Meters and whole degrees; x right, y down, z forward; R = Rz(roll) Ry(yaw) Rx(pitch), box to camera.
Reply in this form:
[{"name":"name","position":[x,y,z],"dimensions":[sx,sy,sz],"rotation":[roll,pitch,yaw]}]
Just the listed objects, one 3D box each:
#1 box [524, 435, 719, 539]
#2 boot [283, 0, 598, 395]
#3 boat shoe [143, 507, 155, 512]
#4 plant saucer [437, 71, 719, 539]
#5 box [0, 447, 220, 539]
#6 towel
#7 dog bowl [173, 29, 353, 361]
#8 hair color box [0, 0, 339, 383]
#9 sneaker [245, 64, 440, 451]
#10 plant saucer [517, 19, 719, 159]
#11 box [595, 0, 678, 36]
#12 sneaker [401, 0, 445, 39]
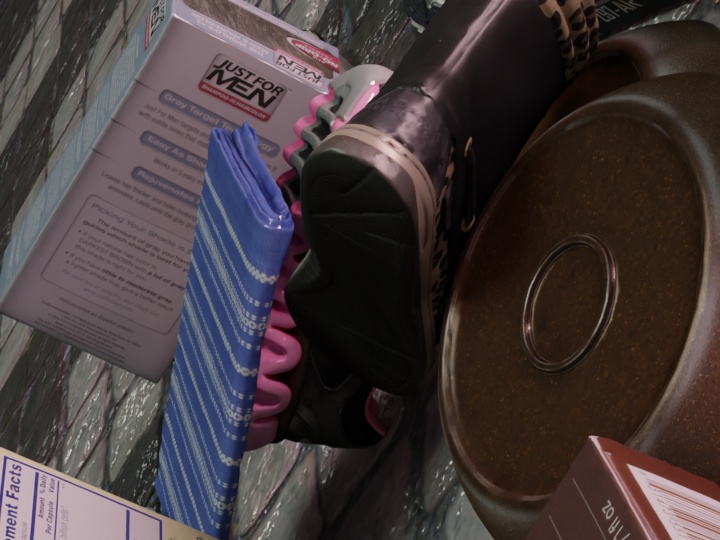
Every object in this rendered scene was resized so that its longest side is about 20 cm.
[{"name":"box","position":[0.063,0.165,0.693],"dimensions":[0.201,0.075,0.100],"rotation":[-62,19,15]},{"name":"boot","position":[0.035,-0.043,0.922],"dimensions":[0.151,0.073,0.200],"rotation":[-54,-17,-24]},{"name":"boat shoe","position":[-0.105,0.182,1.117],"dimensions":[0.202,0.074,0.086],"rotation":[101,144,-73]},{"name":"plant saucer","position":[0.087,0.017,0.807],"dimensions":[0.200,0.034,0.201],"rotation":[-34,48,46]},{"name":"box","position":[-0.115,0.199,0.929],"dimensions":[0.176,0.199,0.097],"rotation":[-55,21,25]},{"name":"towel","position":[-0.063,0.044,1.009],"dimensions":[0.145,0.024,0.201],"rotation":[-120,38,-65]},{"name":"dog bowl","position":[-0.041,-0.029,1.215],"dimensions":[0.200,0.074,0.201],"rotation":[-52,23,32]},{"name":"hair color box","position":[-0.101,-0.047,1.130],"dimensions":[0.200,0.099,0.061],"rotation":[-55,21,27]},{"name":"sneaker","position":[0.000,0.000,1.020],"dimensions":[0.079,0.095,0.201],"rotation":[-100,25,-63]},{"name":"plant saucer","position":[0.090,-0.021,0.919],"dimensions":[0.200,0.032,0.201],"rotation":[-54,21,32]},{"name":"box","position":[0.144,-0.196,0.968],"dimensions":[0.200,0.043,0.161],"rotation":[-16,51,66]},{"name":"sneaker","position":[0.071,-0.189,1.085],"dimensions":[0.077,0.080,0.201],"rotation":[32,129,31]}]
